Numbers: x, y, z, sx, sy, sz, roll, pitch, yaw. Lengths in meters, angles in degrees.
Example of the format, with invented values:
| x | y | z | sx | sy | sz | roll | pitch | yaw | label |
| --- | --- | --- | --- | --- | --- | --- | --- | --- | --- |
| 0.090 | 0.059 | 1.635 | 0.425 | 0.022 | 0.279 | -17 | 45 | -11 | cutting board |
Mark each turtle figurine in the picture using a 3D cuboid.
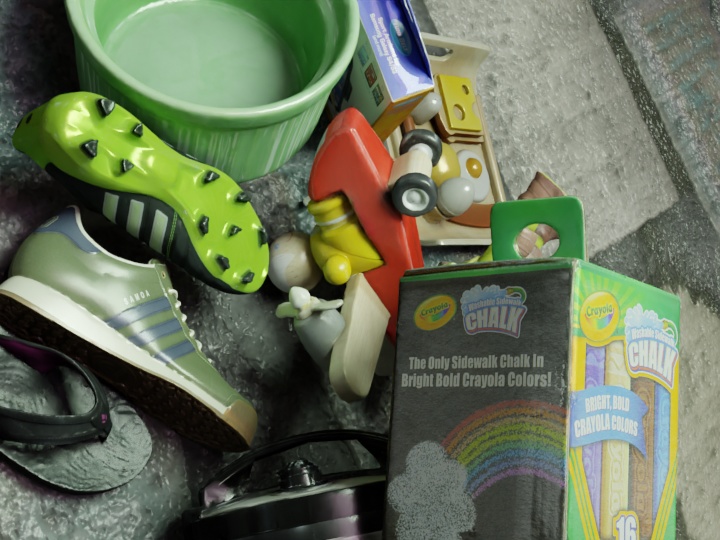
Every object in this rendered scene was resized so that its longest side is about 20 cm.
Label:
| x | y | z | sx | sy | sz | roll | pitch | yaw | label |
| --- | --- | --- | --- | --- | --- | --- | --- | --- | --- |
| 0.085 | 0.018 | 0.772 | 0.162 | 0.064 | 0.200 | -48 | 147 | -8 | turtle figurine |

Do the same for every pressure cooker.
| x | y | z | sx | sy | sz | roll | pitch | yaw | label |
| --- | --- | --- | --- | --- | --- | --- | --- | --- | --- |
| -0.017 | 0.203 | 0.706 | 0.174 | 0.178 | 0.204 | -2 | 74 | -39 | pressure cooker |

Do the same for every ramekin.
| x | y | z | sx | sy | sz | roll | pitch | yaw | label |
| --- | --- | --- | --- | --- | --- | --- | --- | --- | --- |
| -0.106 | -0.158 | 0.783 | 0.196 | 0.098 | 0.203 | 7 | 58 | -12 | ramekin |

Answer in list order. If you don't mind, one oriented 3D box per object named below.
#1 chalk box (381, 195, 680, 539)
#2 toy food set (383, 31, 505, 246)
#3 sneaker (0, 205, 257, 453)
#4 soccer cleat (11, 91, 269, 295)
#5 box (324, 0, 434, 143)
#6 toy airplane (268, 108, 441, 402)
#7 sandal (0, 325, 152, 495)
| x | y | z | sx | sy | sz | roll | pitch | yaw | label |
| --- | --- | --- | --- | --- | --- | --- | --- | --- | --- |
| 0.100 | 0.062 | 0.635 | 0.123 | 0.123 | 0.204 | 16 | 75 | -46 | chalk box |
| 0.091 | -0.116 | 1.018 | 0.142 | 0.060 | 0.204 | -1 | 74 | -42 | toy food set |
| -0.138 | 0.034 | 0.740 | 0.199 | 0.067 | 0.091 | 36 | 56 | -24 | sneaker |
| -0.136 | -0.048 | 0.735 | 0.200 | 0.080 | 0.068 | 41 | 60 | -41 | soccer cleat |
| 0.001 | -0.169 | 0.867 | 0.041 | 0.200 | 0.121 | -21 | 86 | -12 | box |
| 0.000 | 0.000 | 0.845 | 0.200 | 0.138 | 0.203 | 39 | 48 | -76 | toy airplane |
| -0.206 | 0.071 | 0.677 | 0.200 | 0.048 | 0.076 | 38 | 51 | -24 | sandal |
